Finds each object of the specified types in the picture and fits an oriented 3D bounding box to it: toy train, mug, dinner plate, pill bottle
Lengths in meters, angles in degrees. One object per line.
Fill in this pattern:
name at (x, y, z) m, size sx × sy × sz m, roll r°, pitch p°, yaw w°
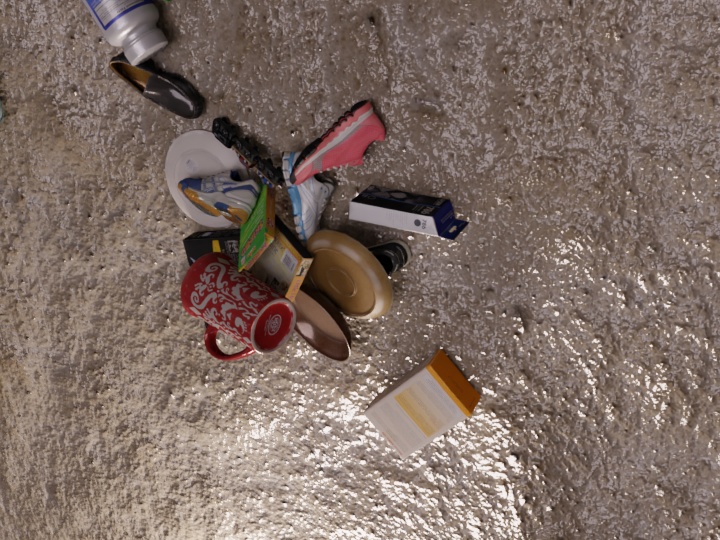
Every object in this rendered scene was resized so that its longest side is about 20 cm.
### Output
toy train at (-0.213, -0.218, 1.667) m, size 0.200 × 0.034 × 0.046 m, roll 42°, pitch 137°, yaw 22°
mug at (-0.217, 0.080, 1.638) m, size 0.199 × 0.133 × 0.179 m, roll 26°, pitch 138°, yaw 38°
dinner plate at (-0.310, -0.178, 1.763) m, size 0.197 × 0.024 × 0.203 m, roll 10°, pitch 115°, yaw 22°
pill bottle at (-0.442, -0.488, 1.634) m, size 0.111 × 0.112 × 0.201 m, roll -27°, pitch 100°, yaw 32°

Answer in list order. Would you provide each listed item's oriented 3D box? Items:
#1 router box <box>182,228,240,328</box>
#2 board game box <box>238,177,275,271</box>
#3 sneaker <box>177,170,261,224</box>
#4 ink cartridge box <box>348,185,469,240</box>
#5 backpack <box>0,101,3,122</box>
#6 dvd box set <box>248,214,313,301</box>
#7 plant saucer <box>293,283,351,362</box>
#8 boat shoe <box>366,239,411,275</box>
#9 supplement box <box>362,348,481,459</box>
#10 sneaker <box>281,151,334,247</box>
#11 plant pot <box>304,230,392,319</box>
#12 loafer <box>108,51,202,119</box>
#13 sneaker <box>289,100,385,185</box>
router box at (-0.264, 0.018, 1.810) m, size 0.155 × 0.052 × 0.203 m, roll -2°, pitch 111°, yaw 26°
board game box at (-0.192, -0.090, 1.652) m, size 0.030 × 0.202 × 0.096 m, roll 27°, pitch 127°, yaw -24°
sneaker at (-0.268, -0.153, 1.707) m, size 0.198 × 0.089 × 0.075 m, roll 21°, pitch 163°, yaw 35°
ink cartridge box at (0.087, -0.104, 1.560) m, size 0.197 × 0.099 × 0.040 m, roll 13°, pitch 116°, yaw 19°
backpack at (-0.842, -0.376, 1.854) m, size 0.125 × 0.167 × 0.202 m, roll -1°, pitch 118°, yaw 20°
dvd box set at (-0.173, 0.014, 1.684) m, size 0.146 × 0.029 × 0.202 m, roll 46°, pitch 122°, yaw 36°
plant saucer at (-0.085, 0.093, 1.728) m, size 0.199 × 0.037 × 0.201 m, roll 34°, pitch 152°, yaw 21°
boat shoe at (0.000, 0.000, 1.668) m, size 0.198 × 0.068 × 0.072 m, roll -22°, pitch 106°, yaw 34°
supplement box at (0.119, 0.261, 1.724) m, size 0.126 × 0.074 × 0.200 m, roll 49°, pitch 123°, yaw -2°
sneaker at (-0.086, -0.130, 1.652) m, size 0.085 × 0.075 × 0.202 m, roll -9°, pitch 117°, yaw 7°
plant pot at (-0.030, 0.016, 1.635) m, size 0.198 × 0.028 × 0.202 m, roll 26°, pitch 142°, yaw 22°
loafer at (-0.393, -0.349, 1.696) m, size 0.199 × 0.072 × 0.073 m, roll 32°, pitch 121°, yaw 8°
sneaker at (-0.039, -0.206, 1.566) m, size 0.200 × 0.074 × 0.087 m, roll -40°, pitch 107°, yaw 11°
